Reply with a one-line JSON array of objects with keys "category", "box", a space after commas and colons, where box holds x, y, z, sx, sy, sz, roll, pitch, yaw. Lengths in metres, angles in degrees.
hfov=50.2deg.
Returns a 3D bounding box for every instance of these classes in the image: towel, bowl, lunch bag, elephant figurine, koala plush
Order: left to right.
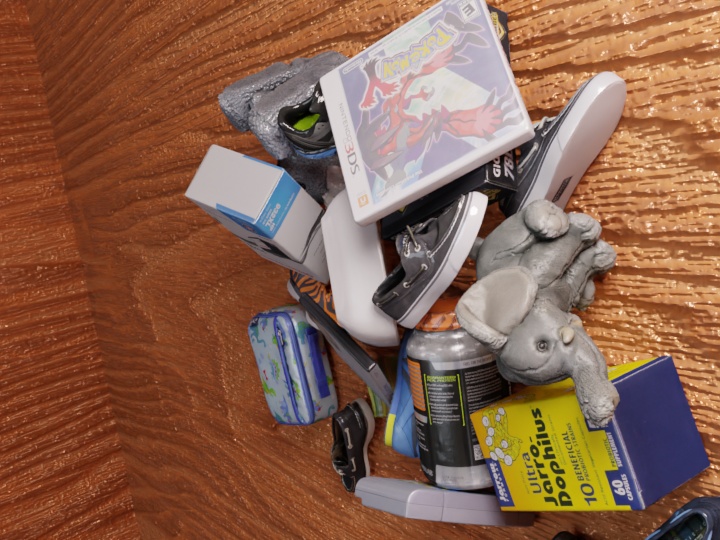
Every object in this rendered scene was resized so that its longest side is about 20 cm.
[{"category": "lunch bag", "box": [-0.115, 0.160, 1.321, 0.159, 0.081, 0.205, -6, 98, 55]}, {"category": "koala plush", "box": [-0.067, -0.179, 1.073, 0.177, 0.181, 0.203, 38, 154, 52]}, {"category": "bowl", "box": [0.000, 0.000, 0.981, 0.200, 0.073, 0.205, 70, -170, -82]}, {"category": "towel", "box": [0.064, 0.162, 1.098, 0.199, 0.018, 0.088, -24, 83, 57]}, {"category": "elephant figurine", "box": [0.157, 0.045, 0.718, 0.139, 0.203, 0.156, 26, 149, -5]}]

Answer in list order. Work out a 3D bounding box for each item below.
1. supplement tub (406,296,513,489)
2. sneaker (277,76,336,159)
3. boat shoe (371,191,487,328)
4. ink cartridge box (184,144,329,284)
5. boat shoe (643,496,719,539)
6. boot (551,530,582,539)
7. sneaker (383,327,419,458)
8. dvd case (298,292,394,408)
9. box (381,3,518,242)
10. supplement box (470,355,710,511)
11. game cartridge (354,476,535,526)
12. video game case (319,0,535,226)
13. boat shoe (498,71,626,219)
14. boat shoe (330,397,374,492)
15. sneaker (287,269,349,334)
[{"category": "supplement tub", "box": [0.119, 0.140, 0.906, 0.121, 0.120, 0.206, 5, 105, 56]}, {"category": "sneaker", "box": [-0.014, -0.185, 0.885, 0.196, 0.082, 0.072, -13, 60, 32]}, {"category": "boat shoe", "box": [0.064, -0.015, 0.802, 0.065, 0.071, 0.201, 24, 142, -5]}, {"category": "ink cartridge box", "box": [-0.124, -0.074, 1.074, 0.143, 0.200, 0.085, 21, 77, 34]}, {"category": "boat shoe", "box": [0.271, 0.284, 0.726, 0.084, 0.068, 0.203, 45, 115, 46]}, {"category": "boot", "box": [0.274, 0.386, 0.812, 0.173, 0.068, 0.206, 6, 104, 57]}, {"category": "sneaker", "box": [0.084, 0.148, 1.011, 0.077, 0.066, 0.206, 13, 102, 21]}, {"category": "dvd case", "box": [-0.009, 0.118, 1.044, 0.142, 0.018, 0.201, 43, 170, 28]}, {"category": "box", "box": [0.090, -0.153, 0.848, 0.199, 0.049, 0.204, -26, 60, 57]}, {"category": "supplement box", "box": [0.221, 0.168, 0.772, 0.199, 0.108, 0.111, -30, 77, 57]}, {"category": "game cartridge", "box": [0.107, 0.278, 0.922, 0.132, 0.196, 0.042, -4, 74, 57]}, {"category": "video game case", "box": [0.058, -0.167, 0.778, 0.197, 0.023, 0.186, -26, 64, 23]}, {"category": "boat shoe", "box": [0.188, -0.118, 0.756, 0.068, 0.071, 0.202, 54, 149, 27]}, {"category": "boat shoe", "box": [-0.020, 0.289, 1.227, 0.074, 0.059, 0.203, 49, 145, 36]}, {"category": "sneaker", "box": [-0.058, 0.012, 1.174, 0.199, 0.076, 0.115, 37, 132, 45]}]
